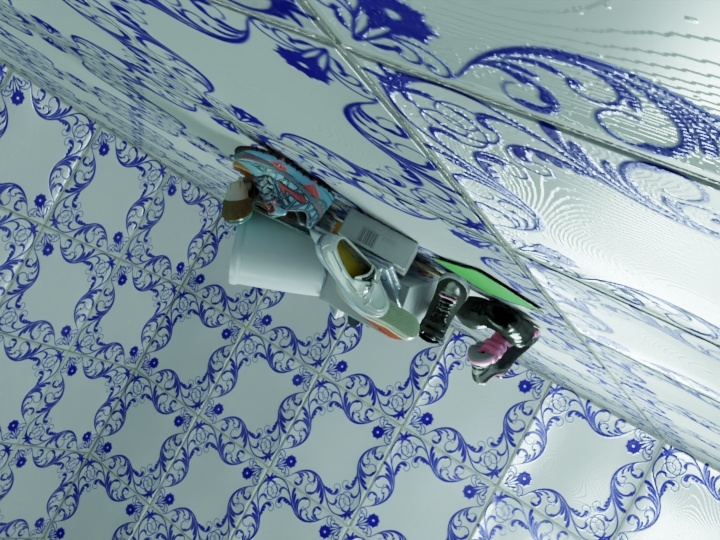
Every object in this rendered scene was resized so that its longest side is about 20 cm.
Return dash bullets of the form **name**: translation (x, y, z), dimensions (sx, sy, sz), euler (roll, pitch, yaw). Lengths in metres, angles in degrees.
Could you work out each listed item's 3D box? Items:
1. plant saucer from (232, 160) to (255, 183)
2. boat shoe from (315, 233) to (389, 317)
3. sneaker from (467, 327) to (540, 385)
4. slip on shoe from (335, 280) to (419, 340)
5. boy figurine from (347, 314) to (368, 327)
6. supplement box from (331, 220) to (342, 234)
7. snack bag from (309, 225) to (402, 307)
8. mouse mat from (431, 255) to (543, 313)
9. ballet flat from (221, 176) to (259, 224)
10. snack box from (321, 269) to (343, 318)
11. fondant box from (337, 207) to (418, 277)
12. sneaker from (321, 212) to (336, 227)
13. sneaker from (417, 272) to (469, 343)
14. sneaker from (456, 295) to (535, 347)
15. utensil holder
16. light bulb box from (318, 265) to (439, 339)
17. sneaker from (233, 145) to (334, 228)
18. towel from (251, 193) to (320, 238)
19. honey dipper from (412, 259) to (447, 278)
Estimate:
- **plant saucer**: translation (-0.159, -0.172, 1.640), dimensions (0.199, 0.038, 0.200), euler (29, 178, 1)
- **boat shoe**: translation (0.006, 0.010, 1.502), dimensions (0.086, 0.075, 0.203), euler (3, 135, 52)
- **sneaker**: translation (0.307, 0.180, 1.770), dimensions (0.079, 0.199, 0.096), euler (27, 132, 49)
- **slip on shoe**: translation (0.026, 0.075, 1.609), dimensions (0.199, 0.075, 0.061), euler (36, 148, -22)
- **boy figurine**: translation (0.010, 0.066, 1.979), dimensions (0.123, 0.065, 0.200), euler (3, -154, 0)
- **supplement box**: translation (-0.010, -0.051, 1.986), dimensions (0.199, 0.067, 0.069), euler (30, 177, -19)
- **snack bag**: translation (0.000, 0.000, 1.621), dimensions (0.187, 0.022, 0.200), euler (26, 160, 24)
- **mouse mat**: translation (0.229, 0.024, 1.508), dimensions (0.160, 0.008, 0.200), euler (31, 176, -23)
- **ballet flat**: translation (-0.245, -0.153, 1.696), dimensions (0.067, 0.073, 0.200), euler (-1, -162, 6)
- **snack box**: translation (-0.084, 0.009, 1.930), dimensions (0.072, 0.024, 0.201), euler (113, 136, -61)
- **fondant box**: translation (0.036, -0.051, 1.606), dimensions (0.143, 0.059, 0.200), euler (29, 178, 5)
- **sneaker**: translation (-0.155, -0.133, 1.877), dimensions (0.199, 0.080, 0.074), euler (31, 179, -4)
- **sneaker**: translation (0.170, 0.087, 1.708), dimensions (0.070, 0.100, 0.201), euler (25, 150, 5)
- **sneaker**: translation (0.271, 0.088, 1.732), dimensions (0.199, 0.076, 0.091), euler (18, 161, 40)
- **utensil holder**: translation (-0.174, -0.040, 1.790), dimensions (0.198, 0.172, 0.170), euler (9, 179, -5)
- **light bulb box**: translation (0.051, 0.039, 1.799), dimensions (0.197, 0.126, 0.199), euler (28, -163, 23)
- **sneaker**: translation (-0.137, -0.138, 1.406), dimensions (0.199, 0.096, 0.079), euler (31, 176, -28)
- **towel**: translation (-0.149, -0.129, 1.730), dimensions (0.146, 0.022, 0.200), euler (26, -165, -6)
- **honey dipper**: translation (0.100, -0.024, 1.723), dimensions (0.198, 0.038, 0.038), euler (25, 177, 5)
